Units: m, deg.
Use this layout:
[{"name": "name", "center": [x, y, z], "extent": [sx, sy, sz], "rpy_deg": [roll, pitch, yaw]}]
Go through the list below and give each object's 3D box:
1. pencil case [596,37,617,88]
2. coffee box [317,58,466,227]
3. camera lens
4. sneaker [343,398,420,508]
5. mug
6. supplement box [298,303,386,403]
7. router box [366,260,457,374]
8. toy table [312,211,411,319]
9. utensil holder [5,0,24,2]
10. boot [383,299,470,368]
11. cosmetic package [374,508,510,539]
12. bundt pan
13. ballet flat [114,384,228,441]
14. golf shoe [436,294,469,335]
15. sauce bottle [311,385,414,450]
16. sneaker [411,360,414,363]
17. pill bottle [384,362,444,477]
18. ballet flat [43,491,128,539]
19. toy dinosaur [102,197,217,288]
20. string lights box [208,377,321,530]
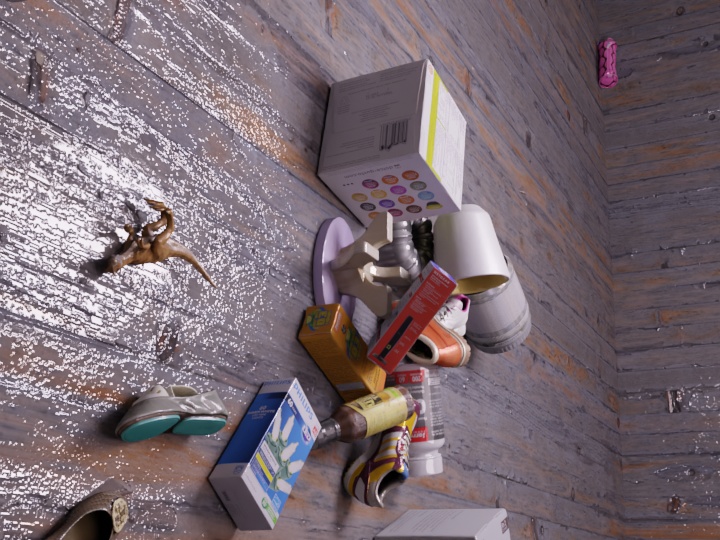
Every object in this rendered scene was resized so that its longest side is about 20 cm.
[{"name": "pencil case", "center": [1.031, -0.864, 3.871], "extent": [0.094, 0.090, 0.202], "rpy_deg": [107, -12, -64]}, {"name": "coffee box", "center": [0.064, -0.223, 1.679], "extent": [0.198, 0.198, 0.202], "rpy_deg": [45, 44, -51]}, {"name": "camera lens", "center": [0.287, 0.067, 2.084], "extent": [0.201, 0.159, 0.161], "rpy_deg": [62, 33, -34]}, {"name": "sneaker", "center": [0.060, 0.313, 1.582], "extent": [0.201, 0.090, 0.075], "rpy_deg": [-55, 137, -19]}, {"name": "mug", "center": [0.205, -0.039, 1.843], "extent": [0.187, 0.148, 0.155], "rpy_deg": [114, -31, -73]}, {"name": "supplement box", "center": [-0.028, 0.143, 1.552], "extent": [0.201, 0.068, 0.067], "rpy_deg": [55, 36, -39]}, {"name": "router box", "center": [0.085, 0.073, 1.552], "extent": [0.049, 0.180, 0.200], "rpy_deg": [37, 5, 0]}, {"name": "toy table", "center": [0.000, 0.000, 1.589], "extent": [0.183, 0.116, 0.202], "rpy_deg": [13, 70, -62]}, {"name": "utensil holder", "center": [-0.353, -0.404, 0.952], "extent": [0.171, 0.168, 0.201], "rpy_deg": [-68, 144, -44]}, {"name": "boot", "center": [0.098, 0.113, 1.703], "extent": [0.107, 0.199, 0.076], "rpy_deg": [-2, 116, -46]}, {"name": "cosmetic package", "center": [0.155, 0.529, 1.662], "extent": [0.164, 0.198, 0.167], "rpy_deg": [-9, 91, -62]}, {"name": "bundt pan", "center": [0.089, -0.064, 1.825], "extent": [0.201, 0.075, 0.204], "rpy_deg": [28, 58, -58]}, {"name": "ballet flat", "center": [-0.240, 0.173, 1.150], "extent": [0.200, 0.067, 0.064], "rpy_deg": [15, 42, -62]}, {"name": "golf shoe", "center": [0.155, 0.097, 1.845], "extent": [0.199, 0.075, 0.092], "rpy_deg": [-18, 133, -57]}, {"name": "sauce bottle", "center": [-0.002, 0.242, 1.512], "extent": [0.199, 0.064, 0.065], "rpy_deg": [-15, 97, -39]}, {"name": "sneaker", "center": [0.150, 0.150, 1.919], "extent": [0.199, 0.070, 0.083], "rpy_deg": [6, 52, -59]}, {"name": "pill bottle", "center": [0.095, 0.272, 1.706], "extent": [0.114, 0.113, 0.202], "rpy_deg": [6, 77, -62]}, {"name": "ballet flat", "center": [-0.307, 0.294, 0.985], "extent": [0.200, 0.046, 0.068], "rpy_deg": [-25, 106, -62]}, {"name": "toy dinosaur", "center": [-0.257, -0.032, 1.179], "extent": [0.199, 0.060, 0.107], "rpy_deg": [-4, 110, -58]}, {"name": "string lights box", "center": [-0.132, 0.258, 1.324], "extent": [0.103, 0.058, 0.201], "rpy_deg": [65, 31, -27]}]
